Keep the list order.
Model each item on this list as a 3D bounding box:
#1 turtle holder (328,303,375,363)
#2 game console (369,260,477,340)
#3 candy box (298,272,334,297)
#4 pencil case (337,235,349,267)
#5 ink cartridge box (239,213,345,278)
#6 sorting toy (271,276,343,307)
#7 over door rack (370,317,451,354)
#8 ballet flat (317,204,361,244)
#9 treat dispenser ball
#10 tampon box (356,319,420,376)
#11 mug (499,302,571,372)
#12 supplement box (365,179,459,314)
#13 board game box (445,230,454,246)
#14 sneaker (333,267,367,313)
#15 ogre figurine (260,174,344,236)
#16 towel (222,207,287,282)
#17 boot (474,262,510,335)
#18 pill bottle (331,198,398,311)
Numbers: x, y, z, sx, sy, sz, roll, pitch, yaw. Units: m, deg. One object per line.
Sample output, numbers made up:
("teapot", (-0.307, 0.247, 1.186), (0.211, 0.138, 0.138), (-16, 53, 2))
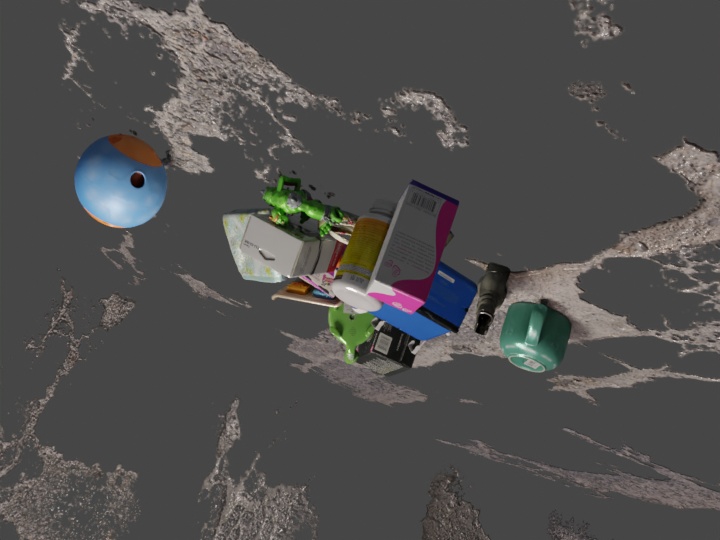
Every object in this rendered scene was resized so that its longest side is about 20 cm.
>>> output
("turtle holder", (-0.014, 0.146, 1.933), (0.189, 0.138, 0.132), (64, 178, 5))
("game console", (0.133, 0.059, 1.568), (0.197, 0.174, 0.118), (29, 178, -29))
("candy box", (-0.144, -0.018, 1.729), (0.136, 0.062, 0.199), (39, 173, -37))
("pencil case", (0.000, 0.000, 1.665), (0.198, 0.090, 0.087), (36, 157, -29))
("ink cartridge box", (-0.143, -0.056, 1.509), (0.142, 0.086, 0.199), (27, -165, 21))
("sorting toy", (-0.107, 0.043, 1.804), (0.195, 0.038, 0.185), (4, -163, 18))
("over door rack", (0.145, 0.118, 1.693), (0.146, 0.067, 0.200), (33, 119, -28))
("ballet flat", (-0.004, -0.080, 1.485), (0.195, 0.065, 0.076), (17, 159, 15))
("treat dispenser ball", (-0.529, -0.198, 1.558), (0.196, 0.205, 0.202), (19, 161, 7))
("tampon box", (0.080, 0.200, 1.992), (0.124, 0.153, 0.200), (24, 161, -9))
("mug", (0.381, 0.151, 1.580), (0.150, 0.117, 0.184), (1, 152, 47))
("supplement box", (0.092, -0.040, 1.269), (0.099, 0.204, 0.104), (23, 161, -4))
("board game box", (0.094, -0.026, 1.432), (0.032, 0.121, 0.198), (46, 153, -17))
("sneaker", (0.037, 0.005, 1.575), (0.196, 0.082, 0.148), (-24, 129, 12))
("ogre figurine", (-0.130, -0.135, 1.444), (0.118, 0.099, 0.200), (21, -162, -36))
("towel", (-0.255, -0.061, 1.692), (0.198, 0.048, 0.175), (4, 114, 50))
("boot", (0.266, 0.078, 1.491), (0.066, 0.133, 0.201), (17, 160, 13))
("pill bottle", (0.025, -0.033, 1.364), (0.107, 0.204, 0.110), (19, 161, 7))
